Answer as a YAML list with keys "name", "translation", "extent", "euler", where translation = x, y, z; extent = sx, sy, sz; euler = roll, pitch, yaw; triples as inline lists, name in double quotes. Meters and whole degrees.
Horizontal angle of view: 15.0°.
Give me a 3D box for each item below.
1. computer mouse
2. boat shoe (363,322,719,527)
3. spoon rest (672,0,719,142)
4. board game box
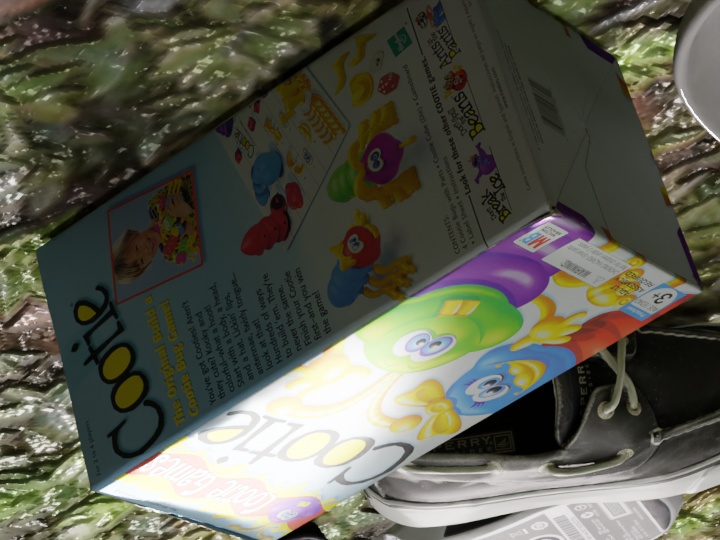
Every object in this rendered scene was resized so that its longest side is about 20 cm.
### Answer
- name: "computer mouse"
  translation: [0.050, 0.117, 1.246]
  extent: [0.199, 0.044, 0.110]
  euler: [-19, 146, 14]
- name: "boat shoe"
  translation: [0.094, 0.059, 1.140]
  extent: [0.199, 0.071, 0.064]
  euler: [-15, 151, -1]
- name: "spoon rest"
  translation: [0.170, -0.060, 0.992]
  extent: [0.099, 0.061, 0.200]
  euler: [-21, 151, 7]
- name: "board game box"
  translation: [0.000, 0.000, 0.959]
  extent: [0.200, 0.105, 0.103]
  euler: [-32, 148, 25]
